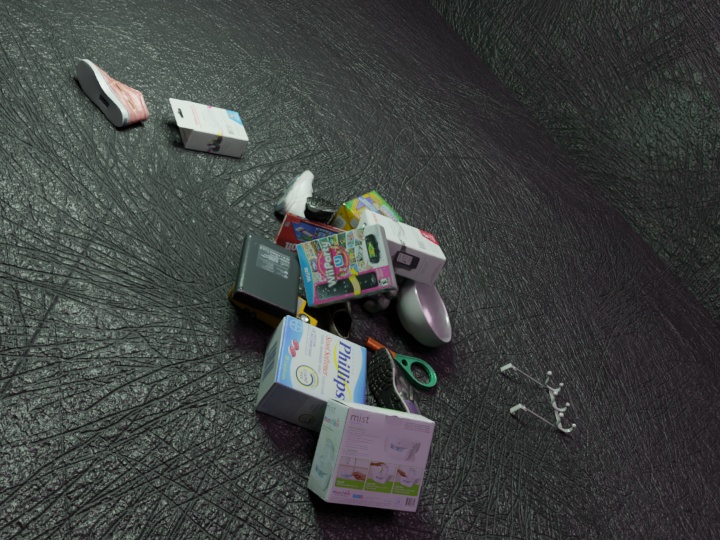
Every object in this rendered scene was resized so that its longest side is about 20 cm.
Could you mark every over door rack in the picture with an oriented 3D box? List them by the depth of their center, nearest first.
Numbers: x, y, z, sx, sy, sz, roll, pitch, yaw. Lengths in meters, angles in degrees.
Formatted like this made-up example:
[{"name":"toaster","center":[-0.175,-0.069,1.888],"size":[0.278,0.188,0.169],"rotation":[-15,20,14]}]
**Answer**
[{"name":"over door rack","center":[0.477,0.332,1.833],"size":[0.199,0.067,0.148],"rotation":[23,38,-21]}]

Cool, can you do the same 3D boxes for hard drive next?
[{"name":"hard drive","center":[-0.199,0.013,1.510],"size":[0.139,0.033,0.200],"rotation":[25,35,-20]}]

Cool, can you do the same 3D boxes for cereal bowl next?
[{"name":"cereal bowl","center":[0.150,0.104,1.753],"size":[0.200,0.083,0.201],"rotation":[49,26,-34]}]

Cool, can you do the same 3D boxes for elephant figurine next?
[{"name":"elephant figurine","center":[0.000,0.000,1.718],"size":[0.200,0.155,0.142],"rotation":[33,70,-7]}]

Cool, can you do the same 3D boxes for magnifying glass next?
[{"name":"magnifying glass","center":[0.098,0.219,1.664],"size":[0.200,0.022,0.080],"rotation":[31,37,-9]}]

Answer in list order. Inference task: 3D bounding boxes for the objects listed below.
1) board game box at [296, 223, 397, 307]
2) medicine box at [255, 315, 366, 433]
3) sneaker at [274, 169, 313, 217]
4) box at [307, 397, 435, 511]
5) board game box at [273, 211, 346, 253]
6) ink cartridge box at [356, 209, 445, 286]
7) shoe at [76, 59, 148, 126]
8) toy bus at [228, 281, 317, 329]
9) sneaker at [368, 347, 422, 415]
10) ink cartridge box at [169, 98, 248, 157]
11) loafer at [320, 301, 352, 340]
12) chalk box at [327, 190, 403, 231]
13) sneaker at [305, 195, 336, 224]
[{"name":"board game box","center":[-0.031,-0.008,1.571],"size":[0.064,0.199,0.148],"rotation":[18,59,-75]},{"name":"medicine box","center":[-0.096,0.220,1.427],"size":[0.199,0.103,0.183],"rotation":[24,39,-18]},{"name":"sneaker","center":[-0.163,-0.194,1.856],"size":[0.087,0.074,0.200],"rotation":[41,41,-17]},{"name":"box","center":[0.023,0.350,1.318],"size":[0.199,0.097,0.177],"rotation":[15,84,-28]},{"name":"board game box","center":[-0.112,-0.069,1.725],"size":[0.199,0.103,0.019],"rotation":[16,20,-28]},{"name":"ink cartridge box","center":[0.091,-0.057,1.696],"size":[0.199,0.084,0.145],"rotation":[19,24,-17]},{"name":"shoe","center":[-0.613,-0.442,1.722],"size":[0.200,0.071,0.091],"rotation":[51,36,7]},{"name":"toy bus","center":[-0.190,0.077,1.532],"size":[0.200,0.065,0.078],"rotation":[31,35,-10]},{"name":"sneaker","center":[0.082,0.271,1.556],"size":[0.087,0.076,0.201],"rotation":[19,43,-45]},{"name":"ink cartridge box","center":[-0.408,-0.373,1.822],"size":[0.199,0.068,0.115],"rotation":[5,48,-38]},{"name":"loafer","center":[-0.045,0.110,1.614],"size":[0.073,0.071,0.201],"rotation":[20,40,-24]},{"name":"chalk box","center":[0.020,-0.123,1.877],"size":[0.124,0.125,0.200],"rotation":[47,38,12]},{"name":"sneaker","center":[-0.106,-0.135,1.765],"size":[0.075,0.088,0.200],"rotation":[24,9,4]}]
